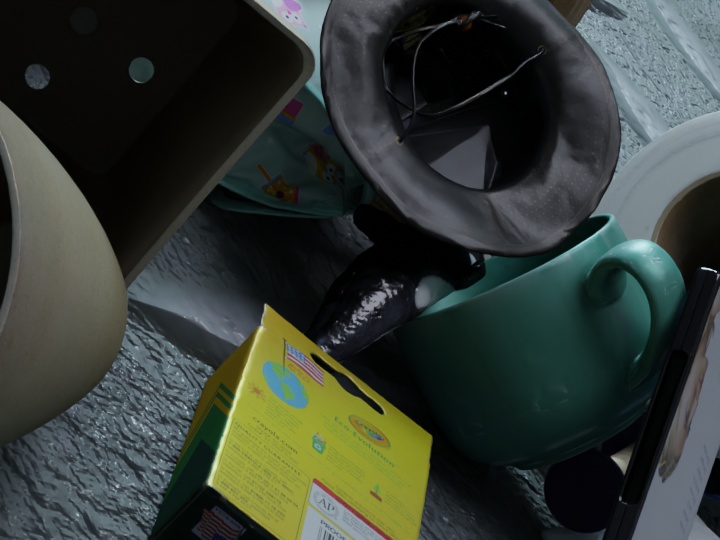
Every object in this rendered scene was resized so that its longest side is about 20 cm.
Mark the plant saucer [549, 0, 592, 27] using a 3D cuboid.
[{"bbox_3d":[0.069,-0.216,1.517,0.200,0.200,0.029,36,7,-18],"label":"plant saucer"}]

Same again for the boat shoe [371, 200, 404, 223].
[{"bbox_3d":[0.072,-0.049,1.580,0.200,0.073,0.063,32,16,4],"label":"boat shoe"}]

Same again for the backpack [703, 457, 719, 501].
[{"bbox_3d":[0.300,0.083,1.627,0.135,0.182,0.201,50,28,-51],"label":"backpack"}]

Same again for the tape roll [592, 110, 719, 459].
[{"bbox_3d":[0.261,0.012,1.519,0.139,0.202,0.203,47,11,-54],"label":"tape roll"}]

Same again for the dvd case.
[{"bbox_3d":[0.177,0.115,1.319,0.017,0.201,0.143,15,-20,21],"label":"dvd case"}]

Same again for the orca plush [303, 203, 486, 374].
[{"bbox_3d":[0.000,0.000,1.354,0.200,0.105,0.071,-30,97,-39],"label":"orca plush"}]

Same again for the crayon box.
[{"bbox_3d":[-0.029,0.112,1.184,0.127,0.051,0.200,40,24,-11],"label":"crayon box"}]

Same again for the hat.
[{"bbox_3d":[0.050,-0.092,1.363,0.200,0.081,0.202,9,70,-25],"label":"hat"}]

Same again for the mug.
[{"bbox_3d":[0.111,0.050,1.368,0.115,0.152,0.185,64,-6,-6],"label":"mug"}]

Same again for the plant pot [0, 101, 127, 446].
[{"bbox_3d":[-0.181,0.007,0.981,0.188,0.187,0.200,53,10,19],"label":"plant pot"}]

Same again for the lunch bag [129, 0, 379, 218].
[{"bbox_3d":[-0.060,-0.120,1.439,0.200,0.122,0.170,36,23,-4],"label":"lunch bag"}]

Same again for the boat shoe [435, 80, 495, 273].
[{"bbox_3d":[0.077,-0.045,1.488,0.075,0.062,0.201,30,-36,49],"label":"boat shoe"}]

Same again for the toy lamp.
[{"bbox_3d":[0.167,0.124,1.465,0.058,0.058,0.200,48,15,10],"label":"toy lamp"}]

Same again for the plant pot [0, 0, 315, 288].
[{"bbox_3d":[-0.154,-0.115,1.203,0.200,0.200,0.177,40,13,-9],"label":"plant pot"}]

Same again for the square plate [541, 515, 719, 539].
[{"bbox_3d":[0.219,0.224,1.434,0.198,0.028,0.200,52,25,20],"label":"square plate"}]
